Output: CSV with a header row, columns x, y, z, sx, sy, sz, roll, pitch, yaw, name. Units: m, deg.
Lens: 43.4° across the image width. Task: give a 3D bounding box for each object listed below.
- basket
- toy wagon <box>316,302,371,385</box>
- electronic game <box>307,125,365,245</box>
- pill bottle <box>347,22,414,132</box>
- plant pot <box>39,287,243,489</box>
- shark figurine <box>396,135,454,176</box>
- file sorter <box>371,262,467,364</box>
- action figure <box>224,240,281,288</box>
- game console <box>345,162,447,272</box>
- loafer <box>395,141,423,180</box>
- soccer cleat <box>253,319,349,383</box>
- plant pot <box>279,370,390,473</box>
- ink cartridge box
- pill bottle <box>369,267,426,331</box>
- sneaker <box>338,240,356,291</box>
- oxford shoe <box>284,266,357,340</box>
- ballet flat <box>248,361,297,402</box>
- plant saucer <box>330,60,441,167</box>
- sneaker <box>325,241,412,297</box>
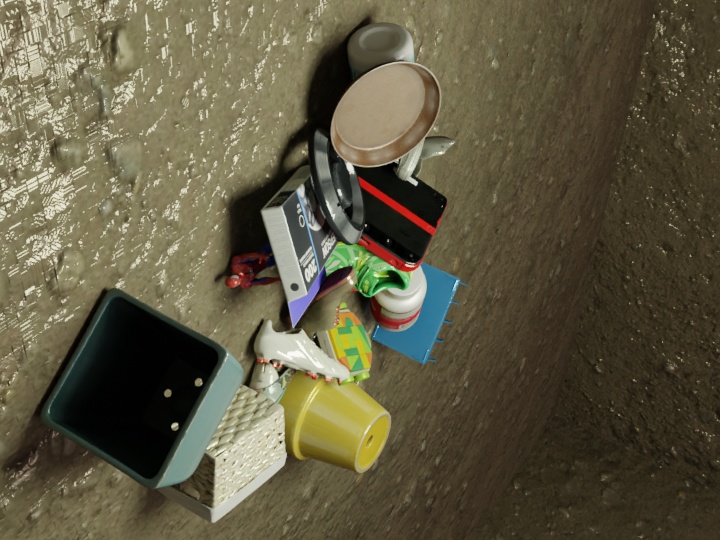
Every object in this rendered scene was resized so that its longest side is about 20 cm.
x,y,z,sx,sy,sz,roll,pitch,yaw,name
-0.225,0.291,1.491,0.199,0.134,0.125,-32,137,-51,basket
-0.023,0.139,1.765,0.199,0.039,0.157,1,69,-64,toy wagon
-0.040,-0.140,1.494,0.200,0.041,0.203,-15,90,-74,electronic game
0.041,-0.308,1.536,0.111,0.110,0.201,-51,151,-29,pill bottle
-0.273,0.173,1.245,0.198,0.194,0.200,-62,163,-9,plant pot
0.062,-0.213,1.730,0.214,0.128,0.090,-39,121,-15,shark figurine
0.139,0.091,2.043,0.203,0.137,0.122,-67,159,3,file sorter
-0.132,-0.023,1.452,0.200,0.098,0.066,-38,121,-42,action figure
0.050,-0.111,1.632,0.031,0.199,0.178,-38,-157,58,game console
0.083,-0.258,1.659,0.070,0.069,0.203,118,-16,-62,loafer
-0.097,0.147,1.609,0.198,0.069,0.079,22,76,-30,soccer cleat
-0.050,0.296,1.780,0.201,0.187,0.203,-43,145,-39,plant pot
-0.087,-0.042,1.449,0.199,0.043,0.203,-61,142,-61,ink cartridge box
0.077,0.044,1.847,0.113,0.111,0.200,-57,171,-19,pill bottle
-0.005,-0.011,1.727,0.077,0.084,0.201,-55,152,-18,sneaker
-0.054,0.058,1.588,0.200,0.075,0.071,-38,-171,48,oxford shoe
-0.151,0.178,1.636,0.200,0.068,0.072,-48,131,-43,ballet flat
0.037,-0.258,1.470,0.198,0.035,0.202,-18,139,-16,plant saucer
0.000,0.000,1.623,0.075,0.197,0.084,101,-13,-45,sneaker
